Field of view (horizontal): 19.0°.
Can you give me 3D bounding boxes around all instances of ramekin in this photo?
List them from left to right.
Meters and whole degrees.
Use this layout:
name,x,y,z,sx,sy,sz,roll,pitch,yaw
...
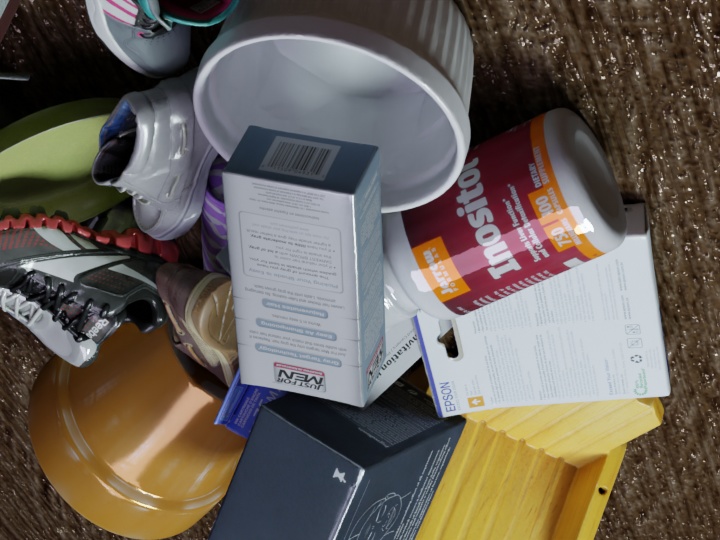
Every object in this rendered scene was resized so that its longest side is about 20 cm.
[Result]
name,x,y,z,sx,sy,sz,roll,pitch,yaw
ramekin,-0.011,-0.140,1.530,0.198,0.106,0.201,11,147,7

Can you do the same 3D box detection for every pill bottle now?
name,x,y,z,sx,sy,sz,roll,pitch,yaw
pill bottle,0.088,-0.032,1.598,0.199,0.114,0.113,-25,133,21

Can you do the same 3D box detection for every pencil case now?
name,x,y,z,sx,sy,sz,roll,pitch,yaw
pencil case,-0.089,-0.031,1.756,0.085,0.084,0.200,-5,150,-7

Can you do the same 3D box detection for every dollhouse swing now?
name,x,y,z,sx,sy,sz,roll,pitch,yaw
dollhouse swing,0.142,0.170,1.893,0.199,0.183,0.176,26,166,-16

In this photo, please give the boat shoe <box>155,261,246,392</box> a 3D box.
name,x,y,z,sx,sy,sz,roll,pitch,yaw
boat shoe,-0.118,0.045,1.752,0.072,0.072,0.200,27,169,22

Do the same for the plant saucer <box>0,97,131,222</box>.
name,x,y,z,sx,sy,sz,roll,pitch,yaw
plant saucer,-0.241,-0.084,1.698,0.199,0.031,0.200,-22,162,-8

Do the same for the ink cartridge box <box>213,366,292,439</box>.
name,x,y,z,sx,sy,sz,roll,pitch,yaw
ink cartridge box,-0.052,0.092,1.813,0.042,0.120,0.200,27,-179,21

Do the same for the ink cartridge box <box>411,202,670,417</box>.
name,x,y,z,sx,sy,sz,roll,pitch,yaw
ink cartridge box,0.143,0.035,1.737,0.198,0.041,0.200,-6,136,9

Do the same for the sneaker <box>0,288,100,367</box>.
name,x,y,z,sx,sy,sz,roll,pitch,yaw
sneaker,-0.300,0.009,1.809,0.200,0.087,0.075,49,135,7

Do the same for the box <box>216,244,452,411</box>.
name,x,y,z,sx,sy,sz,roll,pitch,yaw
box,0.000,0.000,1.705,0.041,0.156,0.200,45,178,47

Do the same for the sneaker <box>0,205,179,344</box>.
name,x,y,z,sx,sy,sz,roll,pitch,yaw
sneaker,-0.233,0.007,1.720,0.199,0.099,0.071,8,151,-32

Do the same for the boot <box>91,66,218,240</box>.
name,x,y,z,sx,sy,sz,roll,pitch,yaw
boot,-0.165,-0.083,1.637,0.095,0.074,0.200,-16,154,-30

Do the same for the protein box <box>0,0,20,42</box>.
name,x,y,z,sx,sy,sz,roll,pitch,yaw
protein box,-0.358,-0.199,1.482,0.197,0.201,0.135,10,139,8

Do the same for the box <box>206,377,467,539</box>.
name,x,y,z,sx,sy,sz,roll,pitch,yaw
box,-0.020,0.180,1.790,0.107,0.200,0.149,30,110,20

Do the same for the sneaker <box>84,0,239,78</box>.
name,x,y,z,sx,sy,sz,roll,pitch,yaw
sneaker,-0.130,-0.193,1.496,0.120,0.084,0.201,34,158,33

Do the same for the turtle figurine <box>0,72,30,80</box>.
name,x,y,z,sx,sy,sz,roll,pitch,yaw
turtle figurine,-0.342,-0.094,1.571,0.143,0.195,0.200,-21,126,27

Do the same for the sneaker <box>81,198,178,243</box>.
name,x,y,z,sx,sy,sz,roll,pitch,yaw
sneaker,-0.218,0.011,1.876,0.090,0.079,0.200,18,150,-18

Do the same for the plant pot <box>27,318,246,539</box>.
name,x,y,z,sx,sy,sz,roll,pitch,yaw
plant pot,-0.165,0.109,1.904,0.199,0.201,0.183,29,134,-21

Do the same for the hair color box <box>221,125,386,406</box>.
name,x,y,z,sx,sy,sz,roll,pitch,yaw
hair color box,-0.038,-0.001,1.548,0.098,0.061,0.201,10,131,15

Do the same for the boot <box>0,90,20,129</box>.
name,x,y,z,sx,sy,sz,roll,pitch,yaw
boot,-0.362,-0.107,1.750,0.199,0.078,0.139,-7,140,32
